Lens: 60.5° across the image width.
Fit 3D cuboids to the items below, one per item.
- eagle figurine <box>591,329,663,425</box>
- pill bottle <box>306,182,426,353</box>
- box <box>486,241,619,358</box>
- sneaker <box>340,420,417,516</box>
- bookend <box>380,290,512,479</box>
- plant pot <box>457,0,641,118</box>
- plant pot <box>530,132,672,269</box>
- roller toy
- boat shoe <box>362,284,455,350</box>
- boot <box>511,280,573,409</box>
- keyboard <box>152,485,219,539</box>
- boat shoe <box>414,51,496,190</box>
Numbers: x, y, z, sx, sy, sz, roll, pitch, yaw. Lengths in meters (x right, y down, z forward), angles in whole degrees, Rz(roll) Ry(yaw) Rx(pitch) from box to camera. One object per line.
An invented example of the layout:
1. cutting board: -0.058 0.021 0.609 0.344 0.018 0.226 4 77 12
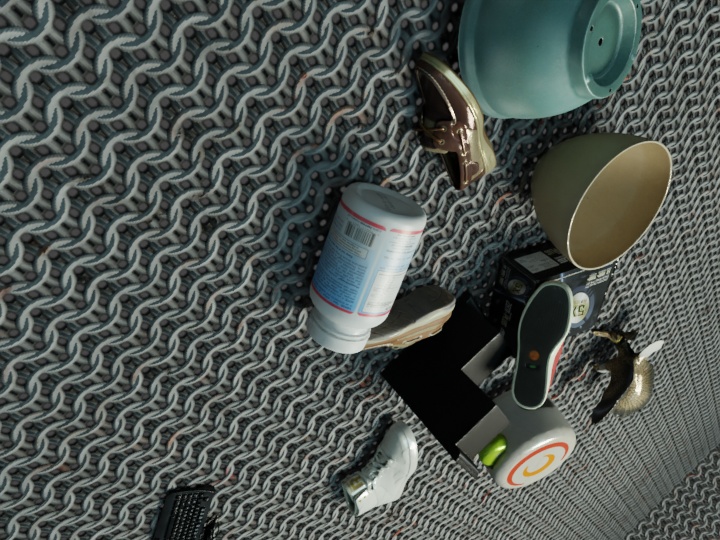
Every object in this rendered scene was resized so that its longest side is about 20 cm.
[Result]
1. eagle figurine: 0.564 0.229 1.331 0.151 0.200 0.151 -1 172 2
2. pill bottle: 0.000 0.000 0.775 0.109 0.109 0.200 2 120 -37
3. box: 0.326 0.038 1.058 0.200 0.086 0.164 -15 129 -27
4. sneaker: 0.028 0.358 1.086 0.115 0.074 0.200 -13 129 -32
5. bookend: 0.172 0.172 0.963 0.200 0.199 0.092 -44 136 -3
6. plant pot: 0.227 -0.263 0.698 0.200 0.134 0.201 -21 123 -37
7. plant pot: 0.331 -0.120 0.910 0.200 0.134 0.201 -20 131 -24
8. roller toy: 0.316 0.326 1.225 0.182 0.140 0.200 -32 138 2
9. boat shoe: 0.054 0.085 0.905 0.200 0.076 0.072 -15 131 -25
10. boot: 0.295 0.111 0.991 0.144 0.072 0.200 -4 108 -66
11. keyboard: -0.261 0.410 0.938 0.104 0.040 0.200 2 121 -36
12. boat shoe: 0.105 -0.172 0.756 0.072 0.072 0.200 -42 141 -2
